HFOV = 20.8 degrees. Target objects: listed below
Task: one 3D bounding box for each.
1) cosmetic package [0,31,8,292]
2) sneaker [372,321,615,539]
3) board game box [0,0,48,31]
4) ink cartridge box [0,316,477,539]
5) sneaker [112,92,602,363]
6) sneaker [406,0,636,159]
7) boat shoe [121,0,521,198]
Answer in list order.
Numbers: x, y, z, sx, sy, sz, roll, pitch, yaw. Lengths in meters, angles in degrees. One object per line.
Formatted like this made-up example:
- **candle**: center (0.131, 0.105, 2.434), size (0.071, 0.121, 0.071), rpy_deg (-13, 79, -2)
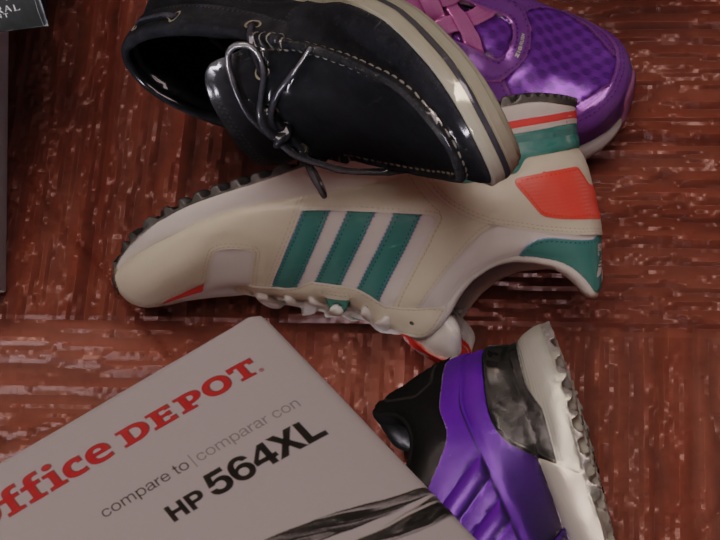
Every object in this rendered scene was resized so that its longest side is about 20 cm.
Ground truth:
- **cosmetic package**: center (-0.246, -0.065, 0.811), size (0.198, 0.052, 0.152), rpy_deg (0, 87, 6)
- **sneaker**: center (0.047, 0.123, 0.709), size (0.099, 0.070, 0.201), rpy_deg (-14, 59, 7)
- **board game box**: center (-0.192, -0.170, 0.791), size (0.134, 0.028, 0.201), rpy_deg (-8, 54, 1)
- **ink cartridge box**: center (-0.034, 0.127, 0.625), size (0.145, 0.085, 0.200), rpy_deg (-30, 48, -20)
- **sneaker**: center (0.001, 0.000, 0.766), size (0.198, 0.070, 0.094), rpy_deg (-18, 89, 11)
- **sneaker**: center (0.015, -0.100, 0.803), size (0.199, 0.089, 0.081), rpy_deg (17, 66, 13)
- **boat shoe**: center (-0.019, -0.065, 0.705), size (0.062, 0.075, 0.199), rpy_deg (-43, 42, -17)
